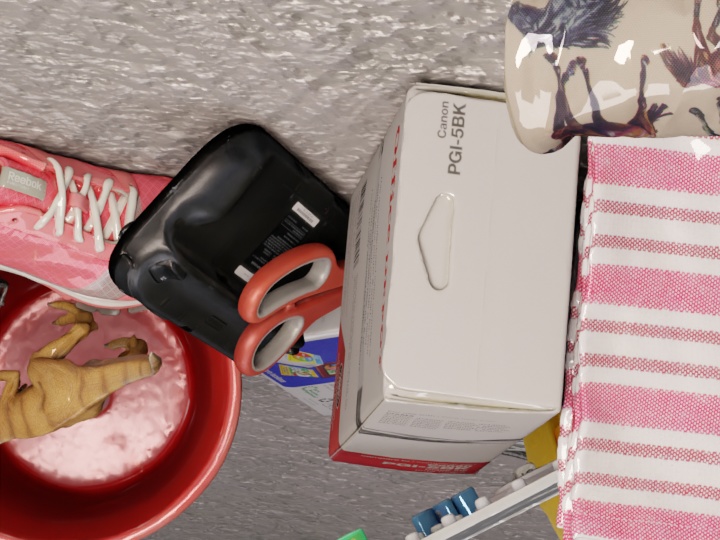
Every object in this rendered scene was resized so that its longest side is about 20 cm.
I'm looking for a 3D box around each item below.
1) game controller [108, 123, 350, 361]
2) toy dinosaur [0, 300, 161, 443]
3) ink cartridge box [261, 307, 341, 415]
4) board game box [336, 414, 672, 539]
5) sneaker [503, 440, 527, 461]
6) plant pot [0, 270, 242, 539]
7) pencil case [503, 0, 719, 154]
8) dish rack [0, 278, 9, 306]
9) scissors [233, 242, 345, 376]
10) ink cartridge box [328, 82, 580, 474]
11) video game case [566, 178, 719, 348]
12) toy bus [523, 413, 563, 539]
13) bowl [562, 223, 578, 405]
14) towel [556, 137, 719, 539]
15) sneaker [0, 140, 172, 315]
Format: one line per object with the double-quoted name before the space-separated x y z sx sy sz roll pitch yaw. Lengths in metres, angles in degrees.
"game controller" -0.057 -0.009 1.208 0.042 0.104 0.200 34 177 23
"toy dinosaur" -0.147 0.061 1.245 0.200 0.106 0.060 -23 115 33
"ink cartridge box" 0.041 0.041 1.448 0.200 0.047 0.198 -10 161 14
"board game box" 0.086 0.102 1.188 0.200 0.026 0.200 -29 171 19
"sneaker" 0.128 0.093 1.577 0.200 0.078 0.077 4 157 1
"plant pot" -0.167 0.068 1.389 0.200 0.201 0.177 6 175 -1
"pencil case" 0.148 -0.083 0.852 0.200 0.078 0.089 -1 150 25
"dish rack" -0.252 0.032 1.186 0.153 0.055 0.200 7 -172 -12
"scissors" 0.000 0.000 1.257 0.014 0.073 0.200 33 -143 27
"ink cartridge box" 0.042 0.011 1.126 0.083 0.147 0.200 7 168 -6
"video game case" 0.202 -0.002 1.155 0.200 0.023 0.182 2 153 -2
"toy bus" 0.231 0.110 1.474 0.200 0.136 0.192 19 124 -28
"bowl" 0.138 0.029 1.302 0.200 0.039 0.201 -2 157 -1
"towel" 0.166 0.031 1.051 0.146 0.200 0.030 5 178 -5
"sneaker" -0.162 -0.027 1.214 0.200 0.074 0.087 7 164 -5
